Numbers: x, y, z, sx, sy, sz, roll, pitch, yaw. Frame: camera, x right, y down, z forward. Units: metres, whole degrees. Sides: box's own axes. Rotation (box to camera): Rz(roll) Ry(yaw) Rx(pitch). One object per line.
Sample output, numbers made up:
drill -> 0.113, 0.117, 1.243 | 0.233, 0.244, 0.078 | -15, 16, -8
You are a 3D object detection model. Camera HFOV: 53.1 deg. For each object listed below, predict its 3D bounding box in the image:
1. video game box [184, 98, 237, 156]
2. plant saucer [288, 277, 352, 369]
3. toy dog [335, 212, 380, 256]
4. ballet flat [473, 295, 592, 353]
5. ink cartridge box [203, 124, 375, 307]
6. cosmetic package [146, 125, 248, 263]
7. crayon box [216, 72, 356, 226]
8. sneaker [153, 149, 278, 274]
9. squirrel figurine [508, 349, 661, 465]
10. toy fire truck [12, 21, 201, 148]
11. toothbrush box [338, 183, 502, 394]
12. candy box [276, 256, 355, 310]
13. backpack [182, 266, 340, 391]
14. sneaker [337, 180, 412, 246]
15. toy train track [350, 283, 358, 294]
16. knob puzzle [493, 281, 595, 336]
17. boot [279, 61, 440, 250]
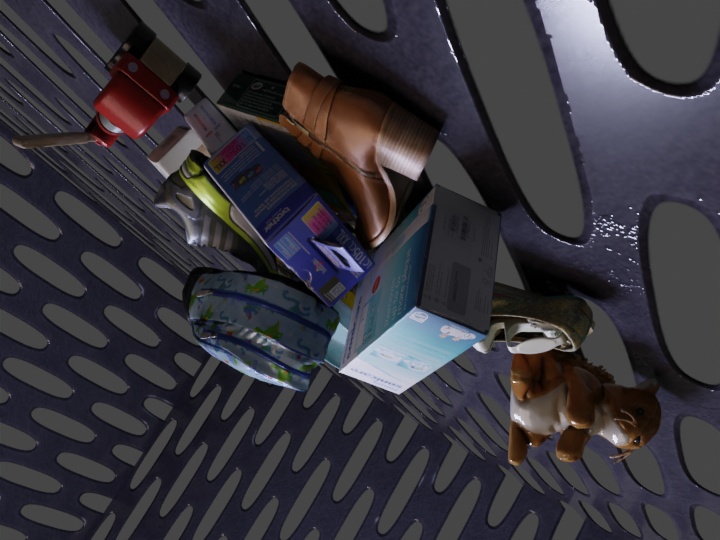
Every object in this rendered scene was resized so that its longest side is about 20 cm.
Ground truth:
video game box -> -0.141, -0.123, 0.961 | 0.200, 0.047, 0.183 | 50, -179, -35
plant saucer -> -0.048, 0.072, 0.978 | 0.198, 0.036, 0.201 | 33, 159, 15
toy dog -> -0.042, -0.032, 1.042 | 0.197, 0.134, 0.096 | -5, 155, 37
ballet flat -> 0.165, 0.065, 0.828 | 0.197, 0.072, 0.071 | -2, 148, 34
ink cartridge box -> -0.070, -0.052, 0.777 | 0.200, 0.076, 0.137 | 49, -179, 42
cosmetic package -> -0.214, -0.112, 1.058 | 0.201, 0.071, 0.105 | 50, 170, -27
crayon box -> -0.068, -0.140, 0.862 | 0.125, 0.052, 0.200 | 24, 163, 36
sneaker -> -0.169, -0.054, 0.876 | 0.201, 0.080, 0.074 | 53, -167, -36
squirrel figurine -> 0.292, 0.163, 0.943 | 0.183, 0.144, 0.200 | 3, -162, 15
toy fire truck -> -0.323, -0.205, 0.912 | 0.128, 0.202, 0.175 | 38, 166, -26
toothbrush box -> 0.061, 0.028, 0.781 | 0.084, 0.149, 0.200 | 21, 149, -13
candy box -> -0.067, 0.023, 0.998 | 0.198, 0.027, 0.103 | 35, 163, 14
backpack -> -0.111, 0.065, 0.848 | 0.198, 0.156, 0.163 | -15, 138, 44
sneaker -> 0.028, -0.062, 0.874 | 0.200, 0.067, 0.078 | 42, 163, -32
toy train track -> 0.000, 0.000, 0.935 | 0.113, 0.033, 0.200 | -20, 131, 24
knob puzzle -> 0.196, 0.064, 0.910 | 0.216, 0.031, 0.220 | 18, 164, 5
boot -> -0.016, -0.114, 0.735 | 0.153, 0.074, 0.201 | 27, 144, 1
